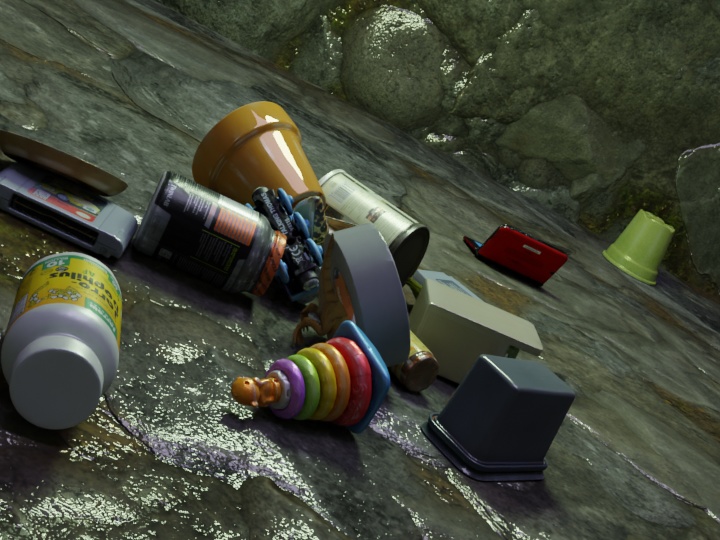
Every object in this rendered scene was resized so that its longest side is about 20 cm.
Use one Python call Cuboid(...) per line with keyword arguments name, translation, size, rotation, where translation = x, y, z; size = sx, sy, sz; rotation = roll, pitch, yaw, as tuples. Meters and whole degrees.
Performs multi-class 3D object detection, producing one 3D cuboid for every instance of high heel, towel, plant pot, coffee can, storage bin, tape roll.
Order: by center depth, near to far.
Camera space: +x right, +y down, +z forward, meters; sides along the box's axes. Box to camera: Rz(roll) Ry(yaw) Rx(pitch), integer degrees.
Cuboid(name="storage bin", translation=(0.198, 0.192, 1.514), size=(0.198, 0.136, 0.145), rotation=(13, 23, -47))
Cuboid(name="tape roll", translation=(0.007, 0.039, 1.531), size=(0.065, 0.204, 0.201), rotation=(-14, 30, -12))
Cuboid(name="plant pot", translation=(-0.428, -0.147, 1.549), size=(0.197, 0.028, 0.200), rotation=(21, -5, 2))
Cuboid(name="high heel", translation=(-0.037, -0.082, 1.767), size=(0.140, 0.201, 0.072), rotation=(-19, 67, -18))
Cuboid(name="plant pot", translation=(-0.158, -0.151, 1.860), size=(0.184, 0.201, 0.199), rotation=(50, 24, 25))
Cuboid(name="towel", translation=(0.153, 0.090, 1.907), size=(0.200, 0.018, 0.087), rotation=(41, -14, 38))
Cuboid(name="coffee can", translation=(0.004, -0.067, 1.942), size=(0.199, 0.148, 0.146), rotation=(35, 17, 22))
Cuboid(name="plant pot", translation=(0.905, -0.085, 3.489), size=(0.198, 0.186, 0.201), rotation=(26, 16, -8))

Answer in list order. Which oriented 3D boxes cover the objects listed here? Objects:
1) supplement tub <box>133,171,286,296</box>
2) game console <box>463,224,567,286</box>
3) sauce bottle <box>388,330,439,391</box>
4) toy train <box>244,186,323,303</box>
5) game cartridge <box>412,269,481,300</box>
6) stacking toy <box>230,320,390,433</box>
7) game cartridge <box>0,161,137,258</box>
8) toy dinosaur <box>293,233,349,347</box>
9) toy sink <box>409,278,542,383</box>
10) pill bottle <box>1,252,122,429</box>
Cuboid(name="supplement tub", translation=(-0.212, -0.047, 1.551), size=(0.197, 0.124, 0.123), rotation=(26, 16, -13))
Cuboid(name="game console", translation=(0.371, -0.056, 2.613), size=(0.197, 0.173, 0.120), rotation=(22, 43, -20))
Cuboid(name="sauce bottle", translation=(0.044, 0.104, 1.650), size=(0.065, 0.067, 0.200), rotation=(15, 19, -39))
Cuboid(name="toy train", translation=(-0.115, -0.037, 1.690), size=(0.201, 0.086, 0.115), rotation=(58, -14, 29))
Cuboid(name="game cartridge", translation=(0.191, 0.067, 2.065), size=(0.199, 0.042, 0.132), rotation=(40, 23, 33))
Cuboid(name="stacking toy", translation=(-0.073, 0.139, 1.302), size=(0.198, 0.111, 0.117), rotation=(-3, 45, -42))
Cuboid(name="game cartridge", translation=(-0.404, -0.086, 1.489), size=(0.197, 0.041, 0.133), rotation=(25, 12, -9))
Cuboid(name="toy dinosaur", translation=(-0.044, 0.058, 1.516), size=(0.060, 0.105, 0.204), rotation=(-15, 89, -65))
Cuboid(name="toy sink", translation=(0.175, 0.117, 1.746), size=(0.197, 0.114, 0.131), rotation=(22, 16, -6))
Cuboid(name="pill bottle", translation=(-0.294, 0.069, 1.077), size=(0.111, 0.114, 0.201), rotation=(23, 17, -19))
